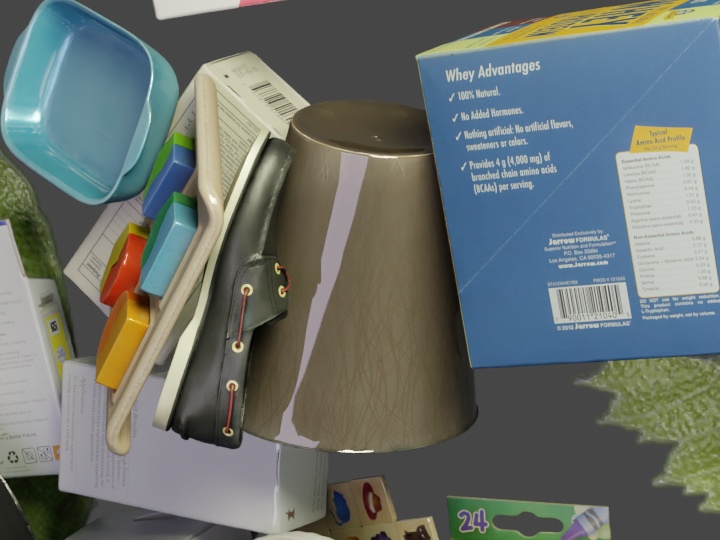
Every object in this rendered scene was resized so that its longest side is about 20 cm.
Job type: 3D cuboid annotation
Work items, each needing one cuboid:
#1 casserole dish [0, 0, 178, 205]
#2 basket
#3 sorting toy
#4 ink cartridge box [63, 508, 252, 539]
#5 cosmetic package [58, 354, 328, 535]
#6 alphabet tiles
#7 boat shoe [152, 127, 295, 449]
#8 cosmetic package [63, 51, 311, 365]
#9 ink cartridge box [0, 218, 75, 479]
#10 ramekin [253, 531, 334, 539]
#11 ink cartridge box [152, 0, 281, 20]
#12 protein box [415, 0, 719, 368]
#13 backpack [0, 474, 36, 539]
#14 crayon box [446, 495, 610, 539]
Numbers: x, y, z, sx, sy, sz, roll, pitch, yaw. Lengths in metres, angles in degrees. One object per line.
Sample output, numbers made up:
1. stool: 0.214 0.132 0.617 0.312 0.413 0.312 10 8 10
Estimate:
1. casserole dish: -0.187 -0.117 1.498 0.200 0.039 0.122 32 105 47
2. basket: 0.000 0.000 1.407 0.179 0.136 0.201 -1 113 -14
3. sorting toy: -0.135 -0.008 1.390 0.036 0.185 0.201 17 117 -14
4. ink cartridge box: -0.139 0.285 1.598 0.144 0.084 0.201 -8 101 35
5. cosmetic package: -0.120 0.121 1.538 0.199 0.074 0.102 8 100 30
6. alphabet tiles: -0.006 0.233 1.535 0.199 0.006 0.167 -14 93 45
7. boat shoe: -0.074 0.012 1.344 0.063 0.074 0.203 17 96 1
8. cosmetic package: -0.110 -0.044 1.504 0.104 0.073 0.200 44 118 10
9. ink cartridge box: -0.311 0.065 1.653 0.197 0.047 0.201 -7 99 29
10. ramekin: -0.047 0.269 1.435 0.201 0.094 0.203 -18 51 24
11. ink cartridge box: -0.077 -0.279 1.416 0.144 0.084 0.201 -5 103 27
12. protein box: 0.163 -0.058 1.330 0.197 0.135 0.201 -5 102 28
13. backpack: -0.308 0.238 1.619 0.200 0.153 0.164 -49 61 39
14. crayon box: 0.114 0.263 1.492 0.125 0.052 0.201 1 104 26
